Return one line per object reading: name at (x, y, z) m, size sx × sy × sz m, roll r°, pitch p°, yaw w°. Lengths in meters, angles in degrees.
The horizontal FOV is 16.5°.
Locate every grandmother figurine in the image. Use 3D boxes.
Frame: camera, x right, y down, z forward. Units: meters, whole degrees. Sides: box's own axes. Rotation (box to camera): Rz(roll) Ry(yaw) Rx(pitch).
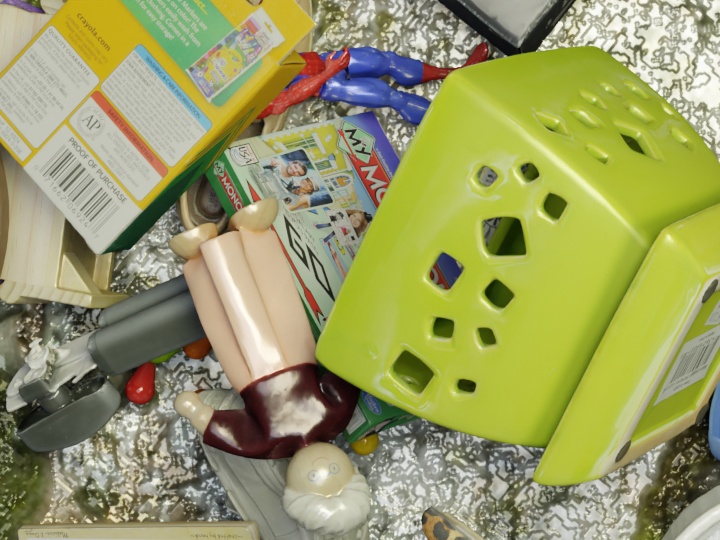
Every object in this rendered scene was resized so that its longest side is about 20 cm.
grandmother figurine at (-0.051, 0.065, 1.465) m, size 0.121 × 0.061 × 0.200 m, roll -25°, pitch 77°, yaw 2°

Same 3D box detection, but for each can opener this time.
can opener at (-0.143, 0.049, 1.570) m, size 0.200 × 0.053 × 0.067 m, roll -28°, pitch 116°, yaw 26°

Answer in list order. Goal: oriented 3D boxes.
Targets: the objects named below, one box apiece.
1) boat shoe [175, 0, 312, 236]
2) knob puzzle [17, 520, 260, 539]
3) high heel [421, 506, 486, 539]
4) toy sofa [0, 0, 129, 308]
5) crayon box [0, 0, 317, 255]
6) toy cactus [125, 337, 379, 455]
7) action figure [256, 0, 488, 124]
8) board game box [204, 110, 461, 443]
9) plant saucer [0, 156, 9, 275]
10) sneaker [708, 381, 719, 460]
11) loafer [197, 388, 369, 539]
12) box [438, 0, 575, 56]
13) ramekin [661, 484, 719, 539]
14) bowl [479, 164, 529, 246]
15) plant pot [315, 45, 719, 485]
boat shoe at (-0.075, -0.115, 1.605) m, size 0.071 × 0.065 × 0.201 m, roll 11°, pitch 92°, yaw 3°
knob puzzle at (-0.130, 0.259, 1.596) m, size 0.219 × 0.030 × 0.220 m, roll 9°, pitch 112°, yaw 22°
high heel at (0.068, 0.262, 1.600) m, size 0.143 × 0.071 × 0.200 m, roll -41°, pitch 98°, yaw -3°
toy sofa at (-0.192, -0.076, 1.604) m, size 0.097 × 0.083 × 0.201 m, roll 8°, pitch 92°, yaw 12°
crayon box at (-0.125, -0.123, 1.509) m, size 0.200 × 0.052 × 0.126 m, roll -45°, pitch 81°, yaw 17°
toy cactus at (-0.046, 0.031, 1.602) m, size 0.199 × 0.102 × 0.166 m, roll 6°, pitch 82°, yaw 13°
action figure at (-0.005, -0.137, 1.550) m, size 0.199 × 0.099 × 0.065 m, roll 0°, pitch 55°, yaw -18°
board game box at (0.000, 0.000, 1.557) m, size 0.029 × 0.134 × 0.200 m, roll -43°, pitch 71°, yaw 45°
plant saucer at (-0.284, -0.026, 1.585) m, size 0.200 × 0.029 × 0.201 m, roll -8°, pitch 79°, yaw 46°
sneaker at (0.272, 0.062, 1.536) m, size 0.078 × 0.200 × 0.070 m, roll 34°, pitch 49°, yaw 26°
loafer at (-0.048, 0.140, 1.572) m, size 0.070 × 0.200 × 0.070 m, roll 14°, pitch 54°, yaw 33°
box at (0.117, -0.241, 1.525) m, size 0.117 × 0.197 × 0.200 m, roll 39°, pitch 93°, yaw 3°
ramekin at (0.271, 0.221, 1.567) m, size 0.200 × 0.098 × 0.201 m, roll 0°, pitch 99°, yaw 2°
bowl at (0.174, -0.014, 1.563) m, size 0.200 × 0.094 × 0.201 m, roll 6°, pitch 101°, yaw 36°
plant pot at (0.124, 0.003, 1.428) m, size 0.181 × 0.200 × 0.199 m, roll 34°, pitch 115°, yaw 20°
